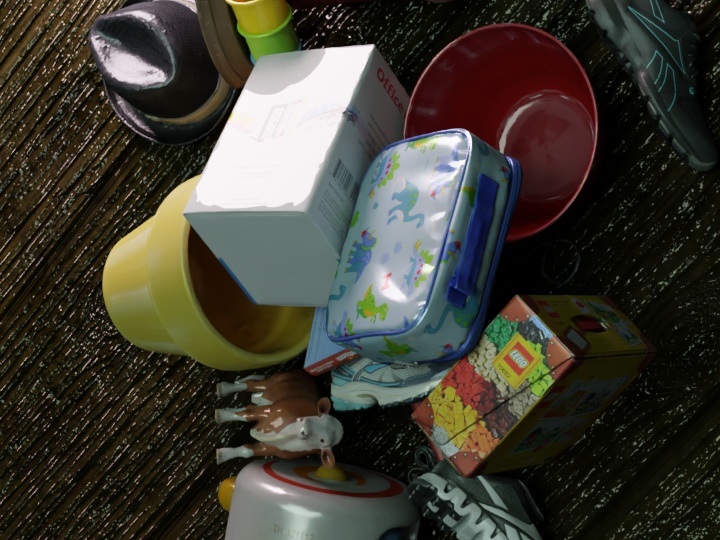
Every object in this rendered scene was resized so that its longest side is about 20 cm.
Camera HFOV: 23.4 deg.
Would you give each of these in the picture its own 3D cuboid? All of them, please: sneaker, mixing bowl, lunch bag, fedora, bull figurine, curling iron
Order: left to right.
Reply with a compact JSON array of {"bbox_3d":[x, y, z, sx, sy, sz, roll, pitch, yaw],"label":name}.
[{"bbox_3d":[-0.223,-0.231,1.867,0.200,0.091,0.202,-3,84,32],"label":"fedora"},{"bbox_3d":[-0.080,0.144,1.690,0.121,0.200,0.066,-3,101,-3],"label":"bull figurine"},{"bbox_3d":[0.032,0.084,1.639,0.199,0.077,0.087,-14,88,50],"label":"sneaker"},{"bbox_3d":[0.045,0.125,1.709,0.049,0.026,0.201,-27,72,25],"label":"curling iron"},{"bbox_3d":[0.056,-0.017,1.509,0.160,0.082,0.201,-11,58,53],"label":"lunch bag"},{"bbox_3d":[0.142,0.240,1.612,0.200,0.090,0.067,43,150,6],"label":"sneaker"},{"bbox_3d":[0.152,-0.121,1.613,0.199,0.108,0.202,-2,86,33],"label":"mixing bowl"},{"bbox_3d":[0.277,-0.185,1.560,0.079,0.075,0.201,-29,82,6],"label":"sneaker"}]

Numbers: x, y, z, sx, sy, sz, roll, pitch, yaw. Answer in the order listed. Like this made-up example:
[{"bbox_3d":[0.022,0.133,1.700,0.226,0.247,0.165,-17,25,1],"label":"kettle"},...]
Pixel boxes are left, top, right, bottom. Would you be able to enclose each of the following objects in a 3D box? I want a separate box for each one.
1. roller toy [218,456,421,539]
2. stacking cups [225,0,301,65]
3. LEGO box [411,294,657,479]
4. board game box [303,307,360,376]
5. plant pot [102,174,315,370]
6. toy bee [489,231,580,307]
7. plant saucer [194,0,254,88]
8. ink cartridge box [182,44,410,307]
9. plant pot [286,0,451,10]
[{"bbox_3d":[-0.037,0.252,1.659,0.200,0.181,0.141,-154,73,-72],"label":"roller toy"},{"bbox_3d":[-0.076,-0.202,1.723,0.060,0.201,0.061,-12,41,11],"label":"stacking cups"},{"bbox_3d":[0.157,0.099,1.537,0.077,0.200,0.149,48,111,22],"label":"LEGO box"},{"bbox_3d":[0.000,0.000,1.683,0.103,0.019,0.201,-28,40,41],"label":"board game box"},{"bbox_3d":[-0.158,0.006,1.760,0.188,0.200,0.202,-12,79,45],"label":"plant pot"},{"bbox_3d":[0.087,-0.004,1.646,0.200,0.108,0.131,-38,66,24],"label":"toy bee"},{"bbox_3d":[-0.125,-0.286,1.755,0.029,0.200,0.202,-5,83,15],"label":"plant saucer"},{"bbox_3d":[-0.043,-0.088,1.641,0.144,0.147,0.201,0,53,34],"label":"ink cartridge box"},{"bbox_3d":[-0.011,-0.343,1.697,0.194,0.200,0.202,-7,82,40],"label":"plant pot"}]
